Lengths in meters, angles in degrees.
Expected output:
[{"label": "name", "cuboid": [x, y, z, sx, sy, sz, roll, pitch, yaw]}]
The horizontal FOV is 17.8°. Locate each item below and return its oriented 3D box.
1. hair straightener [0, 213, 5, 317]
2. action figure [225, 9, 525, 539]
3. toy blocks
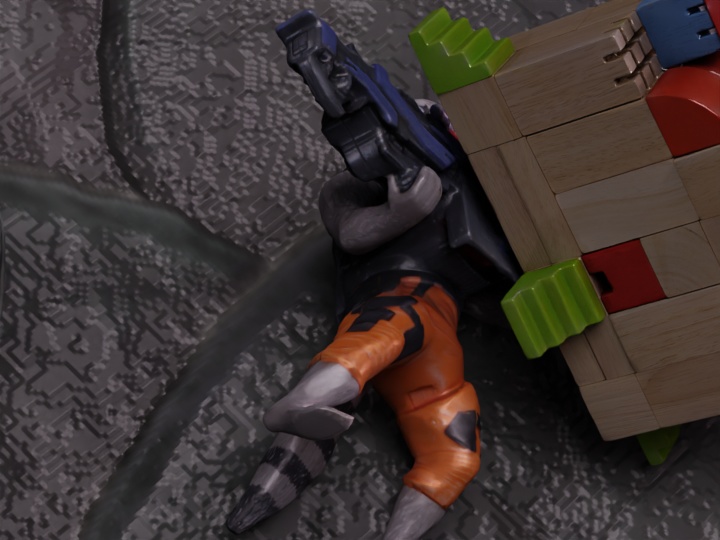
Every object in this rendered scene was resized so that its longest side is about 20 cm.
[{"label": "hair straightener", "cuboid": [-0.186, -0.051, 0.882, 0.041, 0.077, 0.200, -10, 59, -34]}, {"label": "action figure", "cuboid": [0.000, 0.000, 0.864, 0.200, 0.105, 0.194, 47, 41, -33]}, {"label": "toy blocks", "cuboid": [0.125, -0.027, 0.837, 0.200, 0.137, 0.100, 63, 34, -14]}]
